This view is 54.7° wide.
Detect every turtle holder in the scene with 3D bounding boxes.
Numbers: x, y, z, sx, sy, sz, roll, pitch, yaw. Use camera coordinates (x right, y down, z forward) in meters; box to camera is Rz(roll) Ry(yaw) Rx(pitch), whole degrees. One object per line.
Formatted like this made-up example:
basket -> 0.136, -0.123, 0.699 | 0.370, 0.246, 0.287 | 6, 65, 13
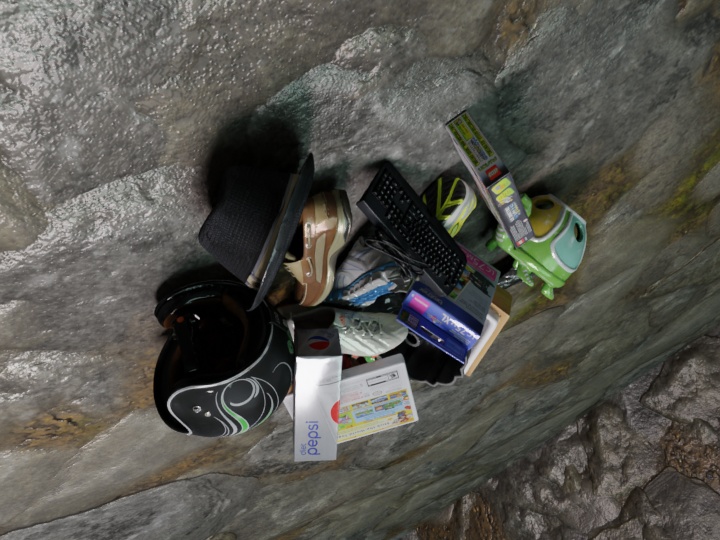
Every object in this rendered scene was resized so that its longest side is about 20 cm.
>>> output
turtle holder -> 0.280, -0.059, 1.121 | 0.184, 0.141, 0.133 | 35, 102, -16

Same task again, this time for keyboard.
keyboard -> 0.076, -0.039, 0.904 | 0.200, 0.039, 0.105 | 45, 66, -29

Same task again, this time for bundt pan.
bundt pan -> 0.098, 0.086, 1.119 | 0.076, 0.200, 0.203 | -48, 166, -37

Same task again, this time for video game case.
video game case -> -0.012, 0.216, 1.120 | 0.196, 0.023, 0.184 | -16, 138, 0

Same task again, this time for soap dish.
soap dish -> 0.162, 0.073, 1.182 | 0.081, 0.156, 0.202 | -44, 164, -35

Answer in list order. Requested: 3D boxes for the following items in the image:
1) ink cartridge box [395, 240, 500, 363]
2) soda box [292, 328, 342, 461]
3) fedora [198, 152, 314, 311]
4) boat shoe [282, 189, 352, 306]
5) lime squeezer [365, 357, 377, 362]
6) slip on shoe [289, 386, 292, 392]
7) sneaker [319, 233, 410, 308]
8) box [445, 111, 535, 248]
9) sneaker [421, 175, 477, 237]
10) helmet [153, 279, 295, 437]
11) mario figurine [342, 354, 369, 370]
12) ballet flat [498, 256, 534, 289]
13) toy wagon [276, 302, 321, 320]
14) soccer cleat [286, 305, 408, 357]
ink cartridge box -> 0.133, 0.034, 1.021 | 0.042, 0.118, 0.201 | -55, -178, 41
soda box -> -0.065, 0.184, 1.012 | 0.067, 0.064, 0.204 | 0, 122, -8
fedora -> -0.121, -0.055, 0.761 | 0.090, 0.203, 0.202 | 23, 132, -11
boat shoe -> -0.069, -0.029, 0.903 | 0.072, 0.077, 0.202 | -3, 141, -21
lime squeezer -> 0.002, 0.166, 1.315 | 0.069, 0.038, 0.201 | 18, 136, -11
slip on shoe -> -0.191, 0.174, 1.048 | 0.196, 0.075, 0.062 | -11, 133, 17
sneaker -> 0.000, 0.000, 1.005 | 0.074, 0.089, 0.199 | 7, 159, -37
box -> 0.179, -0.116, 0.937 | 0.034, 0.111, 0.200 | -32, 152, 9
sneaker -> 0.095, -0.047, 1.009 | 0.200, 0.076, 0.076 | -43, 148, 26
helmet -> -0.183, 0.123, 0.916 | 0.196, 0.202, 0.192 | -20, 150, -14
mario figurine -> -0.053, 0.158, 1.146 | 0.198, 0.109, 0.122 | 18, 165, -41
ballet flat -> 0.233, 0.023, 1.283 | 0.198, 0.057, 0.067 | -31, -166, 6
toy wagon -> -0.107, 0.117, 1.124 | 0.154, 0.040, 0.200 | -33, 152, 7
soccer cleat -> -0.019, 0.088, 1.033 | 0.195, 0.070, 0.079 | -5, 136, -14
